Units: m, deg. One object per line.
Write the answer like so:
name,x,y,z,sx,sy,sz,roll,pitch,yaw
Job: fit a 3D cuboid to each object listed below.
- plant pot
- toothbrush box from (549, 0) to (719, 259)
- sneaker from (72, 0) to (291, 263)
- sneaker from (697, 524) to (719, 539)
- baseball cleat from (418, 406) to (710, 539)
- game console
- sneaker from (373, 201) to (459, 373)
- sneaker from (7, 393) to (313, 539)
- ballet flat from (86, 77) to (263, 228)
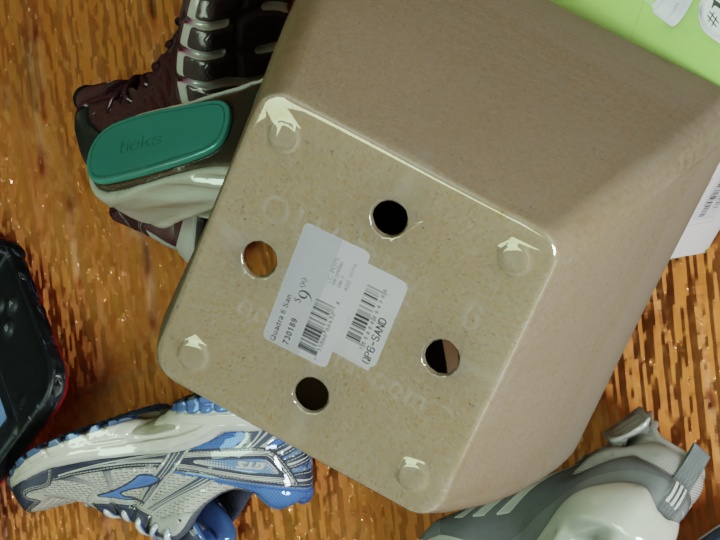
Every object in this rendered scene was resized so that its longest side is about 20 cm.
plant pot,0.022,-0.010,1.045,0.199,0.177,0.201,28,114,7
toothbrush box,0.107,-0.119,1.156,0.200,0.086,0.146,38,115,23
sneaker,-0.106,-0.109,1.302,0.115,0.075,0.202,17,104,33
sneaker,0.126,0.195,1.140,0.077,0.146,0.203,48,115,21
baseball cleat,0.104,0.123,1.197,0.070,0.107,0.200,50,150,-14
game console,-0.280,0.064,1.394,0.200,0.118,0.173,-51,44,26
sneaker,0.000,0.000,1.220,0.073,0.112,0.201,-29,79,30
sneaker,-0.109,0.116,1.325,0.199,0.077,0.086,-17,90,33
ballet flat,-0.045,-0.060,1.207,0.199,0.069,0.070,-11,88,33
